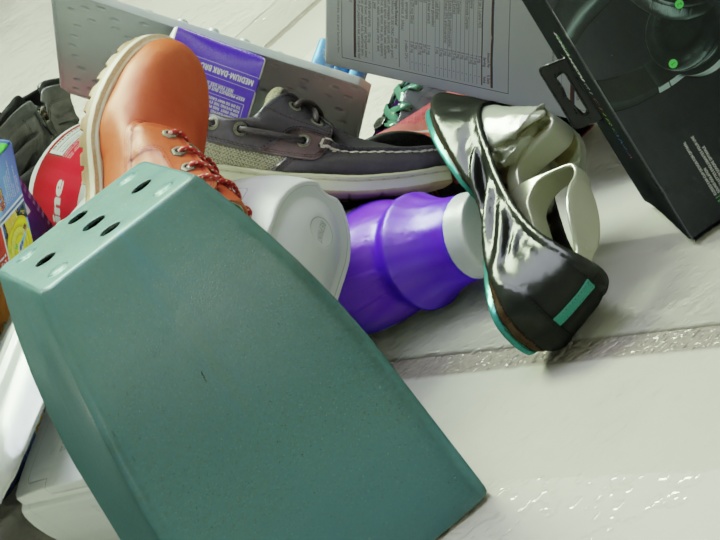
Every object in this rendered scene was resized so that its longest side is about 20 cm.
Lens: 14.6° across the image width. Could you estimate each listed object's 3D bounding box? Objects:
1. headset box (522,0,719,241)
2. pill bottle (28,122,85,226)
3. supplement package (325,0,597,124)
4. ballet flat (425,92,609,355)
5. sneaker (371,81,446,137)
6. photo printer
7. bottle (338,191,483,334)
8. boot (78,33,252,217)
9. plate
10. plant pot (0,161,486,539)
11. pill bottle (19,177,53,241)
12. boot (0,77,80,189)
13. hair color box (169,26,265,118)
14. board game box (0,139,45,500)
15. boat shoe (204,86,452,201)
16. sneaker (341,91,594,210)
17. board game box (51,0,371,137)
[{"bbox_3d":[0.184,-0.139,1.420,0.199,0.175,0.093,-35,18,0],"label":"headset box"},{"bbox_3d":[-0.157,-0.045,1.884,0.112,0.113,0.200,-38,17,-14],"label":"pill bottle"},{"bbox_3d":[0.101,-0.189,1.578,0.199,0.152,0.152,14,31,24],"label":"supplement package"},{"bbox_3d":[0.088,-0.038,1.437,0.068,0.068,0.201,-40,39,20],"label":"ballet flat"},{"bbox_3d":[0.041,-0.112,1.749,0.200,0.088,0.074,-40,18,-19],"label":"sneaker"},{"bbox_3d":[-0.090,0.043,1.498,0.166,0.069,0.201,-16,47,44],"label":"photo printer"},{"bbox_3d":[0.000,0.000,1.559,0.199,0.066,0.084,-17,18,42],"label":"bottle"},{"bbox_3d":[-0.093,-0.043,1.459,0.107,0.075,0.201,-18,54,38],"label":"boot"},{"bbox_3d":[-0.191,0.060,1.566,0.200,0.032,0.201,128,164,-58],"label":"plate"},{"bbox_3d":[-0.070,0.057,1.309,0.141,0.201,0.141,-37,17,-13],"label":"plant pot"},{"bbox_3d":[-0.252,-0.010,1.812,0.111,0.201,0.112,-30,18,11],"label":"pill bottle"},{"bbox_3d":[-0.243,-0.044,2.001,0.069,0.132,0.200,-21,21,33],"label":"boot"},{"bbox_3d":[-0.120,-0.030,1.665,0.109,0.064,0.201,135,154,-70],"label":"hair color box"},{"bbox_3d":[-0.232,0.041,1.654,0.034,0.201,0.136,7,35,23],"label":"board game box"},{"bbox_3d":[-0.047,-0.071,1.583,0.198,0.065,0.072,0,-1,2],"label":"boat shoe"},{"bbox_3d":[0.051,-0.065,1.667,0.199,0.074,0.087,-28,7,-5],"label":"sneaker"},{"bbox_3d":[-0.093,-0.124,1.753,0.200,0.199,0.026,106,-179,-75],"label":"board game box"}]
